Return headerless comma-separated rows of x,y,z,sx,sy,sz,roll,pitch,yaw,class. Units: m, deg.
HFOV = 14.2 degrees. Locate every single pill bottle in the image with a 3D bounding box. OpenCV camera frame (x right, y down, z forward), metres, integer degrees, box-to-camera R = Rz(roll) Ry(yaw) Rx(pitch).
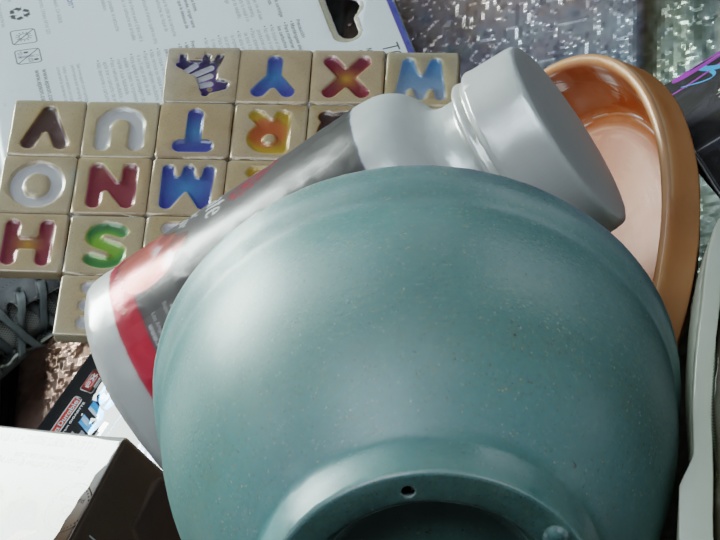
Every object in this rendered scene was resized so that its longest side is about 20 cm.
0.000,0.000,1.133,0.200,0.111,0.111,-33,49,14,pill bottle

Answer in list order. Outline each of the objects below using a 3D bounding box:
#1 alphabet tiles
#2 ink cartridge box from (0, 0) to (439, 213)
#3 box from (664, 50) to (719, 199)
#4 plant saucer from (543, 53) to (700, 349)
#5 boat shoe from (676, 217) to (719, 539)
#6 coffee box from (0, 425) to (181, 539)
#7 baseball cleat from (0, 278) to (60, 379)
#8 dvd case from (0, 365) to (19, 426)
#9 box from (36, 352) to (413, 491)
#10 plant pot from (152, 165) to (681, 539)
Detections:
-0.059,-0.035,1.260,0.200,0.008,0.167,1,52,3,alphabet tiles
-0.080,-0.095,1.361,0.200,0.043,0.196,-10,40,-7,ink cartridge box
0.220,-0.100,1.203,0.200,0.036,0.143,-30,12,5,box
0.081,0.011,1.189,0.200,0.032,0.200,-43,38,48,plant saucer
0.150,0.062,1.069,0.060,0.072,0.202,2,47,8,boat shoe
-0.162,0.128,1.181,0.200,0.080,0.113,3,56,45,coffee box
-0.144,0.004,1.325,0.106,0.070,0.200,13,53,32,baseball cleat
-0.255,0.072,1.388,0.200,0.018,0.143,-13,53,19,dvd case
-0.081,0.114,1.225,0.198,0.050,0.200,15,65,49,box
0.023,0.082,1.035,0.200,0.200,0.134,-23,30,12,plant pot
